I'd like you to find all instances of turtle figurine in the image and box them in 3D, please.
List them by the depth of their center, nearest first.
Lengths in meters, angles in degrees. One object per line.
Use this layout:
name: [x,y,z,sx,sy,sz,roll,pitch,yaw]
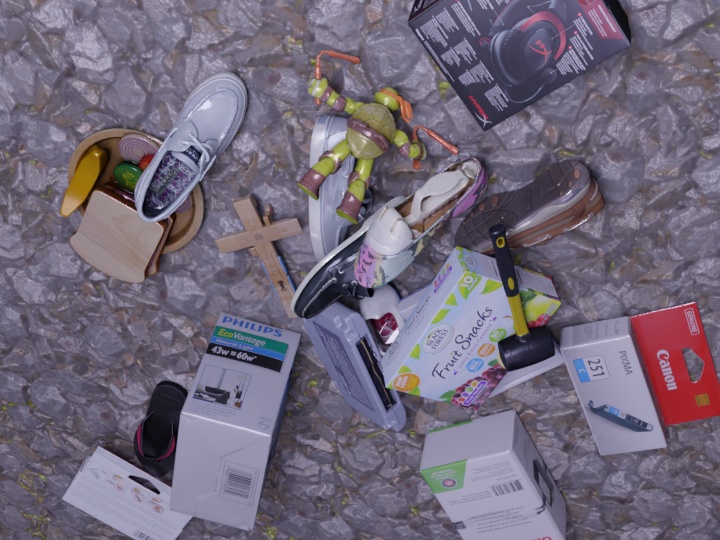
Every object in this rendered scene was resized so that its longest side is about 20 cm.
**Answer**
turtle figurine: [0.011,-0.137,1.077,0.198,0.064,0.163,32,84,-20]

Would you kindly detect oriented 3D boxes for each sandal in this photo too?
sandal: [-0.313,0.253,1.499,0.074,0.045,0.202,19,128,-2]

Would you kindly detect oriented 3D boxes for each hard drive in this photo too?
hard drive: [0.158,0.079,1.254,0.131,0.026,0.200,-29,124,26]

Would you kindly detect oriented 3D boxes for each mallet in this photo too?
mallet: [0.165,0.036,1.105,0.065,0.041,0.202,-25,125,5]

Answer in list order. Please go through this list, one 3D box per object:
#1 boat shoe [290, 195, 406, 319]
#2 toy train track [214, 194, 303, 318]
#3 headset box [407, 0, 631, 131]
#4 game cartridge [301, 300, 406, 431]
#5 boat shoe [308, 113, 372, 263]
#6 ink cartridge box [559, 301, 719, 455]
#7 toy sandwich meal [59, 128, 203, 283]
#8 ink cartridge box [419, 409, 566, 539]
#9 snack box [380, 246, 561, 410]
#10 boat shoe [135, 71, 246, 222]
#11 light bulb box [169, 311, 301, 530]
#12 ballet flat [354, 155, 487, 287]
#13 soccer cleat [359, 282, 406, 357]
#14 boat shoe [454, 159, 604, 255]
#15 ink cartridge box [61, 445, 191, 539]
boat shoe: [0.001,0.000,1.181,0.199,0.074,0.066,-41,70,3]
toy train track: [-0.115,-0.021,1.265,0.113,0.033,0.202,-13,128,13]
headset box: [0.170,-0.261,0.990,0.198,0.076,0.149,-29,116,29]
game cartridge: [-0.015,0.115,1.287,0.132,0.041,0.202,22,144,48]
boat shoe: [-0.021,-0.088,1.165,0.070,0.070,0.204,8,125,11]
ink cartridge box: [0.371,0.146,1.263,0.173,0.045,0.202,-14,122,23]
toy sandwich meal: [-0.295,-0.082,1.233,0.201,0.071,0.208,6,127,8]
ink cartridge box: [0.194,0.314,1.401,0.143,0.085,0.202,-18,120,25]
snack box: [0.131,0.076,1.187,0.140,0.053,0.201,16,125,-21]
boat shoe: [-0.197,-0.137,1.135,0.069,0.072,0.202,31,109,-22]
light bulb box: [-0.171,0.205,1.333,0.122,0.201,0.201,14,128,0]
ballet flat: [0.064,-0.064,1.111,0.199,0.069,0.071,-40,155,-4]
soccer cleat: [0.053,0.108,1.281,0.069,0.087,0.201,-21,119,24]
boat shoe: [0.196,-0.055,1.137,0.071,0.077,0.198,35,139,-31]
ink cartridge box: [-0.372,0.367,1.599,0.198,0.044,0.174,32,126,-11]
